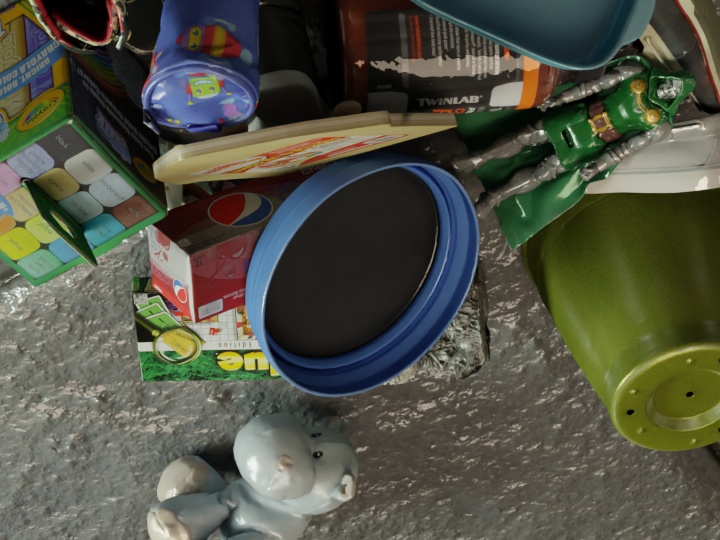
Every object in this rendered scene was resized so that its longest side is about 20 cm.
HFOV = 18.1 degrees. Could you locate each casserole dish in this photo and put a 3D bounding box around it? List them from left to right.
[{"bbox_3d":[0.110,-0.212,1.595,0.200,0.121,0.039,23,164,-1],"label":"casserole dish"}]

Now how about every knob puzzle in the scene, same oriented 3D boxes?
[{"bbox_3d":[-0.060,-0.094,1.586,0.219,0.031,0.220,-10,177,-1],"label":"knob puzzle"}]

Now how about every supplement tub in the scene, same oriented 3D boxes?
[{"bbox_3d":[0.077,-0.168,1.655,0.199,0.107,0.107,-4,136,-6],"label":"supplement tub"}]

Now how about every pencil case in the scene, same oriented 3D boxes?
[{"bbox_3d":[-0.103,-0.182,1.541,0.078,0.200,0.087,2,146,-1],"label":"pencil case"}]

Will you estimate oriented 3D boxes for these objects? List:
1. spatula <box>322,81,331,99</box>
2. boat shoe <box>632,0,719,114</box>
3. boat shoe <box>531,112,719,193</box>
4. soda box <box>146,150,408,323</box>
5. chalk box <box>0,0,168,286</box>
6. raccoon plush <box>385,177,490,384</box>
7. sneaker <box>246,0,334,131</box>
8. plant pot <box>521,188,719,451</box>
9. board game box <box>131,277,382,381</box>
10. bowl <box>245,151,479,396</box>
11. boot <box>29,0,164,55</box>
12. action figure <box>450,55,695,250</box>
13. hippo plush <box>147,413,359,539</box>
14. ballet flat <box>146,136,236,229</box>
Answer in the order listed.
[{"bbox_3d":[0.069,-0.150,1.733,0.199,0.021,0.057,-8,135,-2],"label":"spatula"},{"bbox_3d":[0.231,-0.183,1.697,0.062,0.071,0.200,-15,142,20],"label":"boat shoe"},{"bbox_3d":[0.192,-0.096,1.764,0.200,0.069,0.072,1,-172,32],"label":"boat shoe"},{"bbox_3d":[-0.061,-0.032,1.732,0.200,0.070,0.064,-21,127,-27],"label":"soda box"},{"bbox_3d":[-0.223,-0.082,1.615,0.124,0.200,0.125,-27,134,17],"label":"chalk box"},{"bbox_3d":[0.034,0.011,1.870,0.134,0.097,0.201,-4,114,9],"label":"raccoon plush"},{"bbox_3d":[-0.060,-0.153,1.676,0.070,0.099,0.200,-10,168,1],"label":"sneaker"},{"bbox_3d":[0.246,0.034,1.834,0.200,0.193,0.201,-5,136,-5],"label":"plant pot"},{"bbox_3d":[-0.080,0.046,1.816,0.199,0.024,0.105,-2,136,1],"label":"board game box"},{"bbox_3d":[0.000,0.000,1.722,0.200,0.039,0.201,-21,129,-27],"label":"bowl"},{"bbox_3d":[-0.179,-0.189,1.547,0.073,0.154,0.204,-19,135,9],"label":"boot"},{"bbox_3d":[0.166,-0.105,1.712,0.200,0.055,0.118,-27,95,27],"label":"action figure"},{"bbox_3d":[-0.070,0.214,1.982,0.200,0.160,0.161,27,126,-32],"label":"hippo plush"},{"bbox_3d":[-0.136,-0.049,1.760,0.200,0.071,0.069,29,129,-34],"label":"ballet flat"}]
